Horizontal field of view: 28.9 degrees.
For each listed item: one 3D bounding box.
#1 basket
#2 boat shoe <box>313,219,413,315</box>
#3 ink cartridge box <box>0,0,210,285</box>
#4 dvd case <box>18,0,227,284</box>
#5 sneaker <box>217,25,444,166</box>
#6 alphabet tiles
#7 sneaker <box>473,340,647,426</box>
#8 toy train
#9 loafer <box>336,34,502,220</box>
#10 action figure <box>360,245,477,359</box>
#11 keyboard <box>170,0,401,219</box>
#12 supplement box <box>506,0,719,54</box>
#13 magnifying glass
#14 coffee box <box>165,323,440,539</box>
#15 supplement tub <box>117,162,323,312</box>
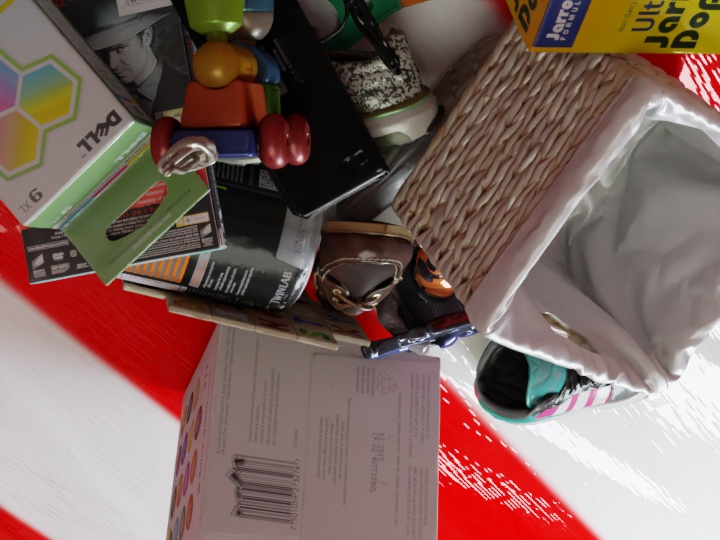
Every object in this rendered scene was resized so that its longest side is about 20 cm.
[{"bbox_3d":[0.163,-0.049,0.969,0.198,0.161,0.200,20,111,-38],"label":"basket"},{"bbox_3d":[0.000,0.000,1.072,0.070,0.071,0.200,8,176,-3],"label":"boat shoe"},{"bbox_3d":[-0.207,-0.096,0.935,0.104,0.059,0.200,-42,83,8],"label":"ink cartridge box"},{"bbox_3d":[-0.178,-0.101,0.971,0.145,0.201,0.022,-11,180,10],"label":"dvd case"},{"bbox_3d":[-0.042,-0.132,0.999,0.199,0.077,0.089,-6,113,14],"label":"sneaker"},{"bbox_3d":[-0.095,0.023,1.121,0.199,0.166,0.006,14,101,-14],"label":"alphabet tiles"},{"bbox_3d":[0.181,0.081,1.217,0.199,0.084,0.121,-24,160,25],"label":"sneaker"},{"bbox_3d":[-0.087,-0.119,0.849,0.084,0.200,0.116,-1,96,8],"label":"toy train"},{"bbox_3d":[0.060,-0.092,1.051,0.070,0.070,0.200,36,126,-23],"label":"loafer"},{"bbox_3d":[0.087,-0.001,1.160,0.199,0.105,0.194,-9,154,-38],"label":"action figure"},{"bbox_3d":[-0.038,-0.148,0.948,0.127,0.021,0.201,-28,97,11],"label":"keyboard"},{"bbox_3d":[0.194,-0.210,0.867,0.199,0.110,0.109,-3,139,-17],"label":"supplement box"},{"bbox_3d":[0.007,-0.191,0.981,0.199,0.022,0.080,-12,137,15],"label":"magnifying glass"},{"bbox_3d":[-0.055,0.183,1.224,0.199,0.200,0.198,11,152,-13],"label":"coffee box"},{"bbox_3d":[-0.136,-0.046,1.060,0.199,0.123,0.123,14,136,-15],"label":"supplement tub"}]
